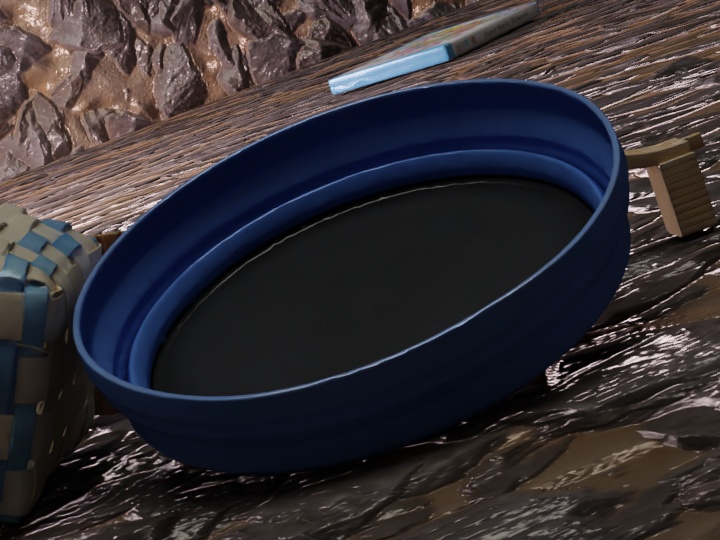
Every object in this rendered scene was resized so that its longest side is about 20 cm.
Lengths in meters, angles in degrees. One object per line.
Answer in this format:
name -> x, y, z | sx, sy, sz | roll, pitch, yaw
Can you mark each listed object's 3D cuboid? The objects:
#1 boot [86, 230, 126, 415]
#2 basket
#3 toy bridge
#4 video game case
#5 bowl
boot -> -0.138, 0.032, 1.020 | 0.200, 0.075, 0.107 | -20, 3, 5
basket -> -0.203, 0.028, 0.870 | 0.200, 0.139, 0.176 | 12, 11, 3
toy bridge -> 0.043, -0.018, 0.924 | 0.200, 0.067, 0.027 | -21, 8, -5
video game case -> 0.076, -0.223, 2.344 | 0.143, 0.018, 0.200 | -13, 11, 34
bowl -> 0.000, 0.000, 0.816 | 0.201, 0.039, 0.201 | -18, 28, 10
